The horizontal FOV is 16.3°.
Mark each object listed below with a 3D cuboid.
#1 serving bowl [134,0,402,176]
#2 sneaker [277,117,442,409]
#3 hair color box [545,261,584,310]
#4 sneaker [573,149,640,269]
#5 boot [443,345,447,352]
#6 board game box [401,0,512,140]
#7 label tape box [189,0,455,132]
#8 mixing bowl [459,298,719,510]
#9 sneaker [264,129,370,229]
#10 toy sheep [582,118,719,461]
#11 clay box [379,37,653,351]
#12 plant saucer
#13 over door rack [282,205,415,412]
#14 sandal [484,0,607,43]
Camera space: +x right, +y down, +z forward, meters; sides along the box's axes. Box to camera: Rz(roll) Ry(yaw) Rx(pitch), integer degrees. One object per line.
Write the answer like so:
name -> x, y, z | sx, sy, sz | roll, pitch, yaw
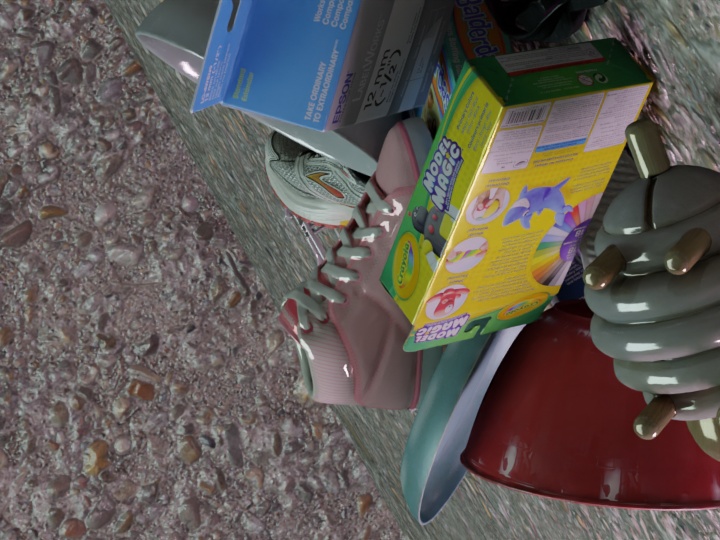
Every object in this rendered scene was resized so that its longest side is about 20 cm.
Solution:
serving bowl -> -0.052, -0.138, 1.713 | 0.200, 0.066, 0.200 | 29, 176, 2
sneaker -> 0.000, 0.000, 1.639 | 0.075, 0.104, 0.201 | -117, 26, -65
hair color box -> 0.143, -0.008, 1.780 | 0.200, 0.060, 0.100 | 60, 172, -15
sneaker -> 0.168, -0.014, 1.597 | 0.114, 0.073, 0.201 | 68, 179, -56
boot -> 0.100, 0.040, 1.880 | 0.200, 0.075, 0.097 | 25, 162, -40
board game box -> 0.063, -0.093, 1.659 | 0.200, 0.045, 0.152 | 100, 161, -58
label tape box -> -0.010, -0.160, 1.490 | 0.066, 0.144, 0.200 | 24, -159, 20
mixing bowl -> 0.166, 0.079, 1.627 | 0.200, 0.200, 0.109 | -148, 60, -72
sneaker -> 0.002, -0.074, 1.841 | 0.200, 0.078, 0.082 | 25, 135, 44
toy sheep -> 0.184, 0.013, 1.381 | 0.138, 0.138, 0.200 | -146, 38, -71
clay box -> 0.086, -0.042, 1.495 | 0.048, 0.115, 0.200 | 54, 139, 32
plant saucer -> 0.074, 0.073, 1.673 | 0.027, 0.200, 0.200 | 26, 164, 11
over door rack -> 0.045, -0.002, 2.078 | 0.200, 0.148, 0.067 | 59, 170, -1
sandal -> 0.101, -0.170, 1.467 | 0.075, 0.048, 0.200 | 58, 171, 0
